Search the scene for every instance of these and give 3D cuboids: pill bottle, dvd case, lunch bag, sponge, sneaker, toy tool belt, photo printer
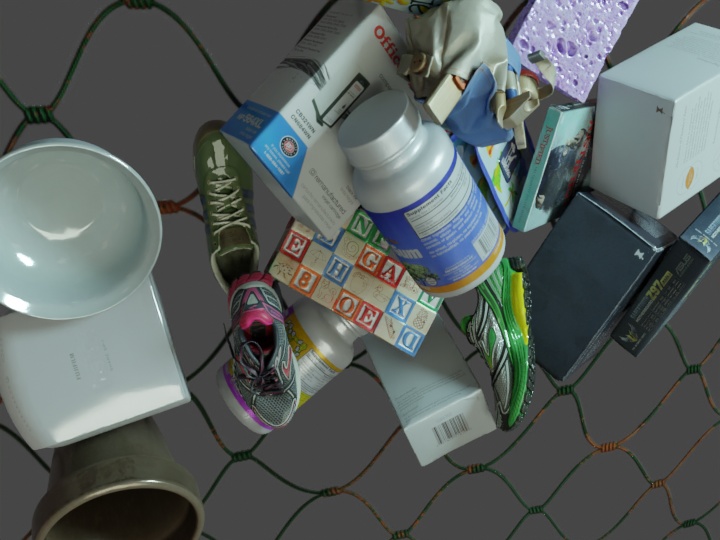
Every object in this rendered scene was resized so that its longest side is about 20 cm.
[{"bbox_3d":[-0.079,0.105,1.129,0.199,0.105,0.104,-41,128,7],"label":"pill bottle"},{"bbox_3d":[0.255,-0.134,1.088,0.199,0.022,0.149,-21,131,-53],"label":"dvd case"},{"bbox_3d":[0.118,-0.113,1.057,0.199,0.127,0.171,-38,130,-6],"label":"lunch bag"},{"bbox_3d":[0.248,-0.303,0.994,0.110,0.030,0.203,26,97,-17],"label":"sponge"},{"bbox_3d":[-0.113,0.104,1.019,0.079,0.075,0.203,-11,125,-2],"label":"sneaker"},{"bbox_3d":[-0.142,-0.057,1.003,0.066,0.090,0.204,-10,125,-14],"label":"sneaker"},{"bbox_3d":[0.120,-0.171,0.904,0.123,0.126,0.198,-12,157,36],"label":"toy tool belt"},{"bbox_3d":[0.059,-0.078,0.911,0.111,0.113,0.201,-35,123,4],"label":"pill bottle"},{"bbox_3d":[-0.308,0.100,1.015,0.196,0.069,0.170,-17,94,-10],"label":"photo printer"},{"bbox_3d":[0.164,0.088,1.069,0.083,0.205,0.078,-5,175,16],"label":"sneaker"}]

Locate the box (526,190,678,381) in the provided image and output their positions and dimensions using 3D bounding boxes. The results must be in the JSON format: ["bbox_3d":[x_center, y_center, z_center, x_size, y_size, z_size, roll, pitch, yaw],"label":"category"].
[{"bbox_3d":[0.291,0.012,1.152,0.202,0.123,0.196,-58,162,20],"label":"box"}]

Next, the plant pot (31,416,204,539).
[{"bbox_3d":[-0.298,0.248,1.080,0.196,0.176,0.203,-14,137,-13],"label":"plant pot"}]

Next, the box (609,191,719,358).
[{"bbox_3d":[0.413,0.001,1.154,0.157,0.051,0.202,-38,158,-36],"label":"box"}]

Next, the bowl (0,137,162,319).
[{"bbox_3d":[-0.310,-0.058,0.935,0.196,0.091,0.205,-10,125,-15],"label":"bowl"}]

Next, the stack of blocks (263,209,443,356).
[{"bbox_3d":[0.000,0.000,1.051,0.197,0.059,0.117,30,86,-10],"label":"stack of blocks"}]

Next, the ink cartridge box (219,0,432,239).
[{"bbox_3d":[-0.025,-0.161,0.947,0.201,0.084,0.146,-48,125,-8],"label":"ink cartridge box"}]

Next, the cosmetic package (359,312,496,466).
[{"bbox_3d":[0.080,0.134,1.153,0.111,0.201,0.082,-25,128,1],"label":"cosmetic package"}]

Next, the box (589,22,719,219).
[{"bbox_3d":[0.382,-0.184,1.084,0.198,0.106,0.155,-29,132,-29],"label":"box"}]

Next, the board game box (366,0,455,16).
[{"bbox_3d":[0.032,-0.322,0.846,0.196,0.105,0.105,10,158,-16],"label":"board game box"}]
